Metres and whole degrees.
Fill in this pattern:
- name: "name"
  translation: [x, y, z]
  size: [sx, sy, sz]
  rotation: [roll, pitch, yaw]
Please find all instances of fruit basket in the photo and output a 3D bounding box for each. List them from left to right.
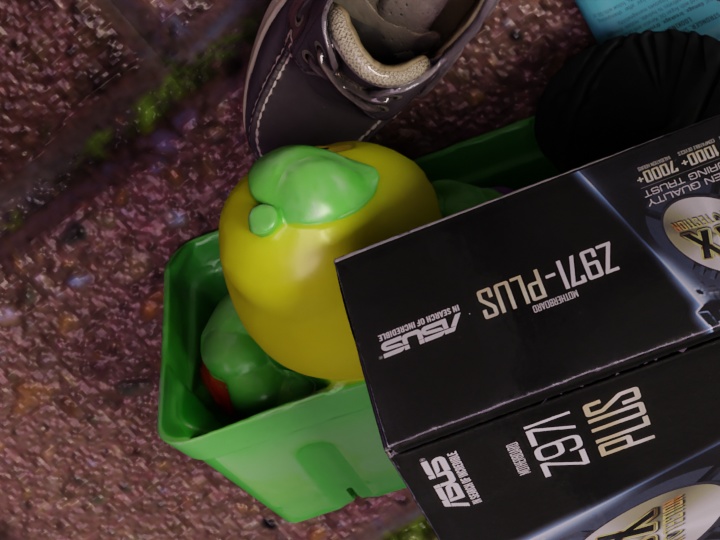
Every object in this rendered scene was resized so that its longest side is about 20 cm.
- name: "fruit basket"
  translation: [0.000, 0.000, 0.800]
  size: [0.215, 0.156, 0.216]
  rotation: [-2, 130, -2]

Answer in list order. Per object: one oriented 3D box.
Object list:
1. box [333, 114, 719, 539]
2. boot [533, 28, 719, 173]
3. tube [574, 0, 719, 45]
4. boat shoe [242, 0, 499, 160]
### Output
- name: "box"
  translation: [0.100, 0.051, 0.722]
  size: [0.164, 0.086, 0.200]
  rotation: [-20, 144, 5]
- name: "boot"
  translation: [0.188, -0.028, 0.779]
  size: [0.198, 0.073, 0.162]
  rotation: [6, 158, 43]
- name: "tube"
  translation: [0.092, -0.162, 0.777]
  size: [0.077, 0.050, 0.200]
  rotation: [-20, 119, 34]
- name: "boat shoe"
  translation: [0.006, -0.101, 0.783]
  size: [0.072, 0.065, 0.200]
  rotation: [31, 130, -16]
